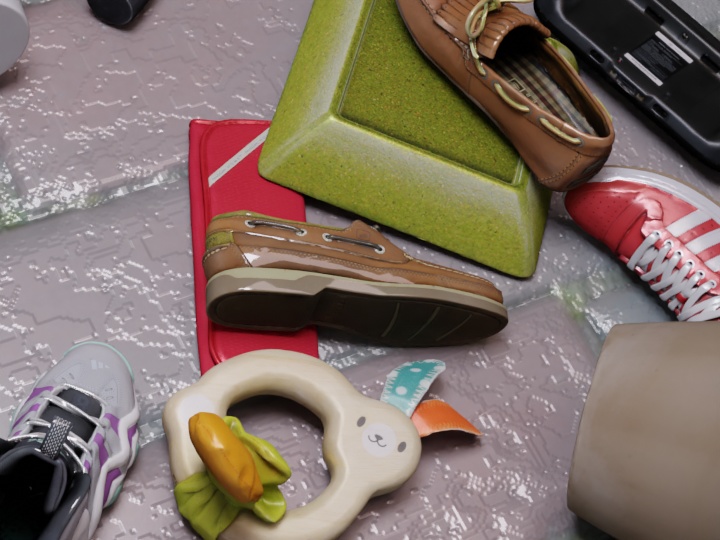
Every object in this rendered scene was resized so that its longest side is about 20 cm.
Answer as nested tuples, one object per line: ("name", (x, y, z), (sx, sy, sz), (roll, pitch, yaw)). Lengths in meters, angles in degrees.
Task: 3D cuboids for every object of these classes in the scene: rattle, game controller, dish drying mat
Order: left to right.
("dish drying mat", (-0.070, -0.012, 1.161), (0.077, 0.018, 0.200), (3, 58, -15))
("rattle", (-0.009, 0.082, 1.048), (0.199, 0.143, 0.130), (-7, 53, -15))
("game controller", (0.217, -0.151, 1.306), (0.200, 0.042, 0.104), (43, 56, 14))

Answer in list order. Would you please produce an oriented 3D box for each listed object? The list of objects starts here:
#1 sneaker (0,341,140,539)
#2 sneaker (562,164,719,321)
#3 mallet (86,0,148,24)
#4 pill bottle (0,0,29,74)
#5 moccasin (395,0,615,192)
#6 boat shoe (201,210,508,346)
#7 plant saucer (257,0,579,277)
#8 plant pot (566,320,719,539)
("sneaker", (-0.167, 0.102, 0.991), (0.078, 0.140, 0.200), (18, 57, -3))
("sneaker", (0.214, 0.013, 1.188), (0.200, 0.071, 0.113), (26, 53, 0))
("mallet", (-0.202, -0.260, 1.215), (0.200, 0.041, 0.066), (53, 47, -19))
("pill bottle", (-0.288, -0.221, 1.175), (0.116, 0.116, 0.200), (-14, 63, -22))
("moccasin", (0.092, -0.144, 1.182), (0.074, 0.078, 0.202), (-22, 68, -29))
("boat shoe", (0.000, 0.000, 1.129), (0.199, 0.072, 0.068), (9, 59, -23))
("plant saucer", (0.052, -0.117, 1.229), (0.200, 0.048, 0.200), (21, 55, -7))
("plant pot", (0.221, 0.107, 1.076), (0.173, 0.200, 0.200), (14, 55, 13))
